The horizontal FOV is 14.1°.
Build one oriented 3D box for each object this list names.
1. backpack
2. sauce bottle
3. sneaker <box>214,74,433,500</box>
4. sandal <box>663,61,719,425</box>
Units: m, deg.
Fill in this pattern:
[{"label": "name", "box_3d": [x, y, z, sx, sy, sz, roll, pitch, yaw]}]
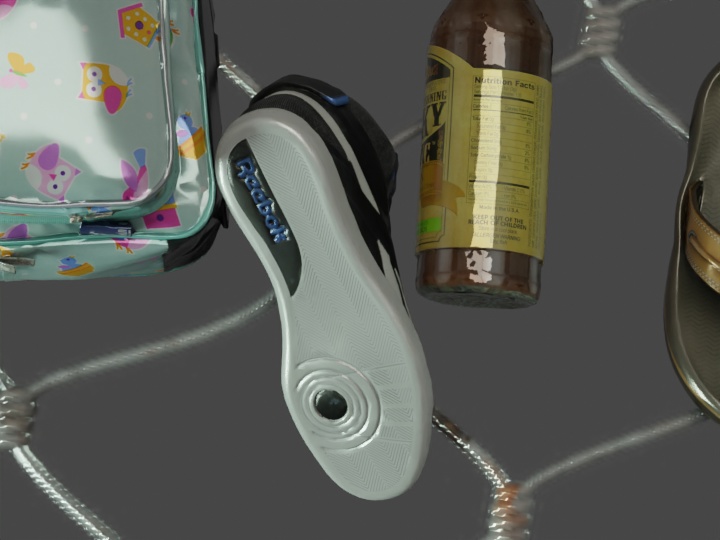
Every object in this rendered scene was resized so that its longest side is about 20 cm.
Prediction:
[{"label": "backpack", "box_3d": [-0.169, -0.082, 1.376, 0.199, 0.153, 0.177, -5, 81, 3]}, {"label": "sauce bottle", "box_3d": [0.062, -0.083, 1.423, 0.064, 0.065, 0.201, 4, 79, -2]}, {"label": "sneaker", "box_3d": [0.000, 0.000, 1.403, 0.073, 0.112, 0.201, -11, 109, 22]}, {"label": "sandal", "box_3d": [0.194, -0.016, 1.422, 0.081, 0.055, 0.201, 7, 75, -1]}]
